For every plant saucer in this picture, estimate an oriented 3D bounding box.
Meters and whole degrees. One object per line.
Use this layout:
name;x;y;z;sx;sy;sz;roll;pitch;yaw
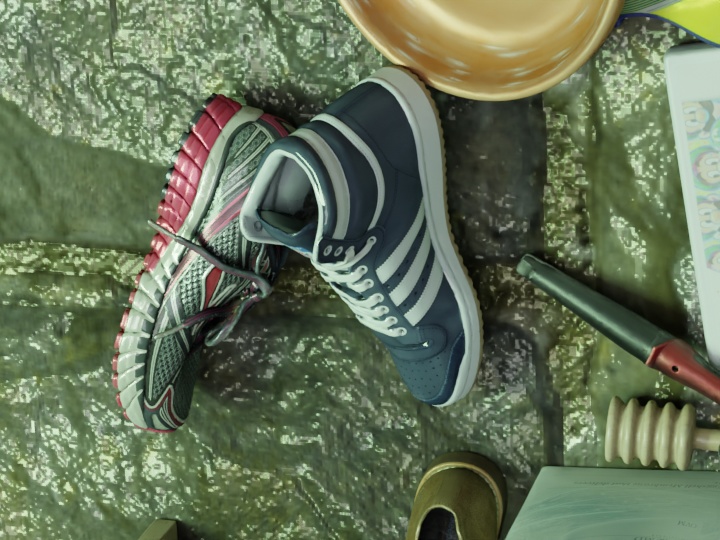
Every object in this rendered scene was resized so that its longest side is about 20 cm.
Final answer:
plant saucer;0.058;-0.187;1.314;0.200;0.037;0.200;19;123;31

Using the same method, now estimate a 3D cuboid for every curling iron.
curling iron;0.163;0.055;1.386;0.200;0.026;0.050;41;89;14

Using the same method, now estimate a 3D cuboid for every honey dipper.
honey dipper;0.235;0.099;1.398;0.200;0.038;0.038;7;111;12

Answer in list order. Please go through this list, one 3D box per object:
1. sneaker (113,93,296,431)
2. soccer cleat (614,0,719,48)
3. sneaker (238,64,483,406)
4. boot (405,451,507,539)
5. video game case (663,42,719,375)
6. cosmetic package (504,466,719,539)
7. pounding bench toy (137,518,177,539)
sneaker;-0.084;0.005;1.427;0.075;0.081;0.200;21;114;5
soccer cleat;0.219;-0.144;1.300;0.200;0.065;0.084;10;119;16
sneaker;0.000;0.000;1.375;0.070;0.108;0.200;15;125;43
boot;0.044;0.209;1.475;0.074;0.075;0.200;6;112;12
video game case;0.263;-0.030;1.347;0.182;0.024;0.200;-5;108;19
cosmetic package;0.175;0.197;1.361;0.199;0.200;0.123;0;110;16
pounding bench toy;-0.075;0.246;1.454;0.156;0.200;0.124;5;111;16
